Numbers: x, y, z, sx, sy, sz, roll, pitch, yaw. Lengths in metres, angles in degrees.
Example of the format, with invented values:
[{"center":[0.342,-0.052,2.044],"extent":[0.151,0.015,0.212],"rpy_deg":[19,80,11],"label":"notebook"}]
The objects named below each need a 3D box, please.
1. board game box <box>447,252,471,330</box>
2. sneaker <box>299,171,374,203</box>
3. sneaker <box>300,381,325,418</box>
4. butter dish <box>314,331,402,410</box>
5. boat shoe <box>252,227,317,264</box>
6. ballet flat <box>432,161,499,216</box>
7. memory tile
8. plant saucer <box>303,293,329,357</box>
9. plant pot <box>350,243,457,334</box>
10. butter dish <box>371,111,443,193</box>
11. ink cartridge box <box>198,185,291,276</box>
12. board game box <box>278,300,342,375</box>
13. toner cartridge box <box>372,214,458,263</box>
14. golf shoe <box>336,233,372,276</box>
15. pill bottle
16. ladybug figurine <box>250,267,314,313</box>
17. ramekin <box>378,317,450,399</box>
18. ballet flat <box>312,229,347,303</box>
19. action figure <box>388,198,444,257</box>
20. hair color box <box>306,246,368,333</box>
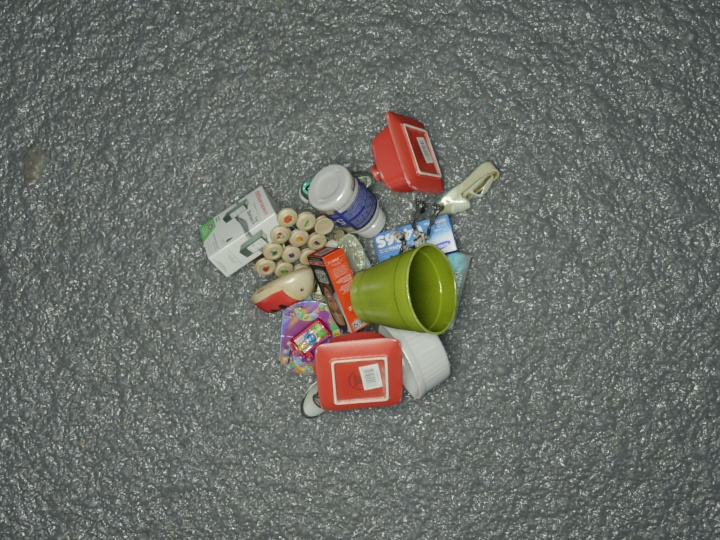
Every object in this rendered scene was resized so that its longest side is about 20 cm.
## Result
[{"center":[0.196,0.042,1.501],"extent":[0.135,0.028,0.200],"rpy_deg":[14,89,3],"label":"board game box"},{"center":[-0.062,-0.212,1.490],"extent":[0.200,0.091,0.078],"rpy_deg":[-12,89,3],"label":"sneaker"},{"center":[-0.078,0.301,1.489],"extent":[0.200,0.079,0.074],"rpy_deg":[-43,89,3],"label":"sneaker"},{"center":[-0.005,0.218,1.392],"extent":[0.199,0.148,0.200],"rpy_deg":[-4,119,-1],"label":"butter dish"},{"center":[-0.197,-0.071,1.503],"extent":[0.202,0.075,0.075],"rpy_deg":[-22,88,3],"label":"boat shoe"},{"center":[0.270,-0.195,1.477],"extent":[0.200,0.069,0.069],"rpy_deg":[-43,87,2],"label":"ballet flat"},{"center":[-0.164,-0.060,1.457],"extent":[0.153,0.017,0.200],"rpy_deg":[10,121,-32],"label":"memory tile"},{"center":[-0.138,0.126,1.526],"extent":[0.070,0.019,0.200],"rpy_deg":[-21,89,3],"label":"plant saucer"},{"center":[0.087,0.051,1.337],"extent":[0.193,0.200,0.201],"rpy_deg":[-9,88,39],"label":"plant pot"},{"center":[0.094,-0.267,1.446],"extent":[0.148,0.199,0.200],"rpy_deg":[-22,82,32],"label":"butter dish"},{"center":[-0.292,-0.102,1.471],"extent":[0.200,0.084,0.146],"rpy_deg":[-34,44,2],"label":"ink cartridge box"},{"center":[-0.126,0.179,1.483],"extent":[0.158,0.039,0.200],"rpy_deg":[6,103,-3],"label":"board game box"},{"center":[0.138,-0.069,1.476],"extent":[0.200,0.043,0.095],"rpy_deg":[-16,82,14],"label":"toner cartridge box"},{"center":[0.000,0.000,1.482],"extent":[0.078,0.097,0.200],"rpy_deg":[-17,96,21],"label":"golf shoe"},{"center":[-0.025,-0.160,1.426],"extent":[0.120,0.200,0.120],"rpy_deg":[-16,59,29],"label":"pill bottle"},{"center":[-0.189,0.055,1.446],"extent":[0.200,0.136,0.072],"rpy_deg":[-25,89,41],"label":"ladybug figurine"},{"center":[0.133,0.200,1.420],"extent":[0.098,0.200,0.201],"rpy_deg":[-26,87,-13],"label":"ramekin"},{"center":[-0.078,-0.011,1.494],"extent":[0.068,0.075,0.200],"rpy_deg":[18,90,11],"label":"ballet flat"},{"center":[0.128,-0.072,1.403],"extent":[0.119,0.102,0.200],"rpy_deg":[19,91,31],"label":"action figure"},{"center":[-0.053,0.045,1.419],"extent":[0.061,0.101,0.200],"rpy_deg":[-28,106,-23],"label":"hair color box"}]
